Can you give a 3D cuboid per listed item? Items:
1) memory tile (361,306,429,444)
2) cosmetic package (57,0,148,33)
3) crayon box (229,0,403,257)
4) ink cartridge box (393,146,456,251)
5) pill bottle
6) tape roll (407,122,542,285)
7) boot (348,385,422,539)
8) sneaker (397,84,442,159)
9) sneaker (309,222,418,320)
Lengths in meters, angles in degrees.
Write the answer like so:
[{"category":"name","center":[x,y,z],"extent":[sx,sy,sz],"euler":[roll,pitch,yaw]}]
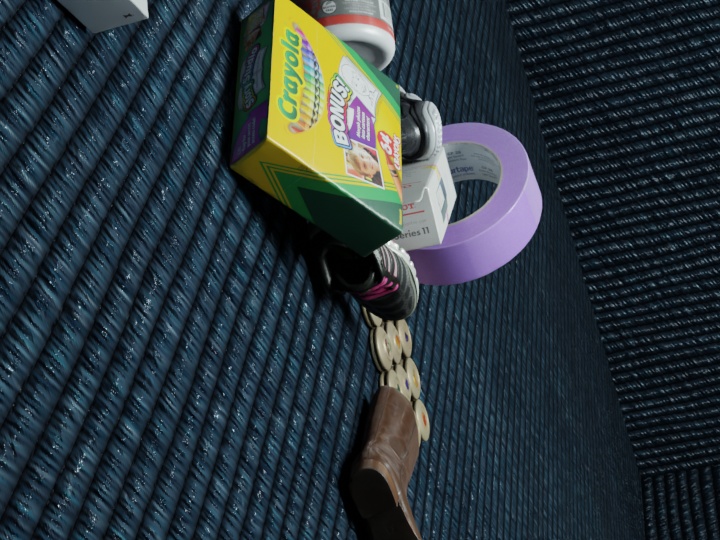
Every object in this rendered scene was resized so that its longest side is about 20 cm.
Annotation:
[{"category":"memory tile","center":[0.042,0.107,1.772],"extent":[0.153,0.017,0.202],"euler":[-15,92,-76]},{"category":"cosmetic package","center":[-0.210,-0.273,1.053],"extent":[0.200,0.051,0.152],"euler":[44,34,-65]},{"category":"crayon box","center":[-0.038,-0.138,1.463],"extent":[0.172,0.058,0.201],"euler":[34,39,-33]},{"category":"ink cartridge box","center":[0.033,-0.066,1.678],"extent":[0.200,0.116,0.068],"euler":[-64,141,-68]},{"category":"pill bottle","center":[-0.031,-0.309,1.644],"extent":[0.116,0.115,0.202],"euler":[44,36,-65]},{"category":"tape roll","center":[0.108,-0.079,1.811],"extent":[0.201,0.199,0.066],"euler":[-88,159,-44]},{"category":"boot","center":[0.041,0.233,1.588],"extent":[0.200,0.064,0.188],"euler":[-74,151,-71]},{"category":"sneaker","center":[0.003,-0.165,1.737],"extent":[0.200,0.113,0.076],"euler":[-151,-124,-61]},{"category":"sneaker","center":[0.000,0.000,1.565],"extent":[0.200,0.073,0.088],"euler":[57,25,-43]}]
